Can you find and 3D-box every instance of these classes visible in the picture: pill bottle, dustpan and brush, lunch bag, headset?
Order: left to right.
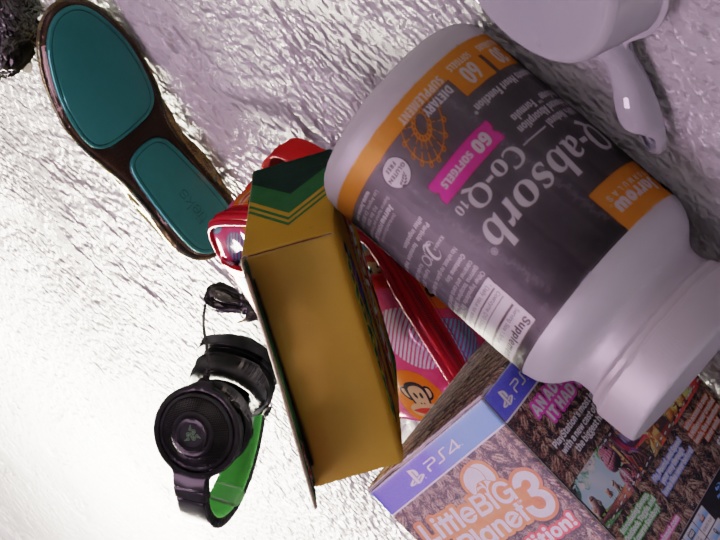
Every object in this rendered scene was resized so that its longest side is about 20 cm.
[{"bbox_3d":[-0.087,0.094,1.742,0.093,0.124,0.201,11,128,16],"label":"headset"},{"bbox_3d":[0.000,0.000,1.449,0.199,0.082,0.177,4,130,57],"label":"lunch bag"},{"bbox_3d":[0.088,-0.018,1.195,0.200,0.116,0.117,41,158,11],"label":"pill bottle"},{"bbox_3d":[0.097,-0.121,1.096,0.139,0.057,0.201,25,144,45],"label":"dustpan and brush"}]

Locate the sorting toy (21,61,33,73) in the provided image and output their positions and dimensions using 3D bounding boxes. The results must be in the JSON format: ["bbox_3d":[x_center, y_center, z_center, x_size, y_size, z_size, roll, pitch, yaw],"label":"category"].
[{"bbox_3d":[-0.301,-0.196,1.661,0.179,0.107,0.200,24,157,2],"label":"sorting toy"}]

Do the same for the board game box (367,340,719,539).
[{"bbox_3d":[0.129,0.123,1.277,0.200,0.159,0.097,47,127,-2],"label":"board game box"}]

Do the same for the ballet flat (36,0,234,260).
[{"bbox_3d":[-0.151,-0.091,1.583,0.201,0.071,0.071,55,157,-22],"label":"ballet flat"}]

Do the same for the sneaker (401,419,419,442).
[{"bbox_3d":[0.057,0.129,1.534,0.078,0.099,0.200,51,158,-13],"label":"sneaker"}]

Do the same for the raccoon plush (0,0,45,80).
[{"bbox_3d":[-0.279,-0.178,1.516,0.134,0.199,0.097,79,168,-53],"label":"raccoon plush"}]

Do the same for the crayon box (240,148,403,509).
[{"bbox_3d":[-0.019,0.026,1.258,0.200,0.050,0.128,-92,-14,-72],"label":"crayon box"}]
